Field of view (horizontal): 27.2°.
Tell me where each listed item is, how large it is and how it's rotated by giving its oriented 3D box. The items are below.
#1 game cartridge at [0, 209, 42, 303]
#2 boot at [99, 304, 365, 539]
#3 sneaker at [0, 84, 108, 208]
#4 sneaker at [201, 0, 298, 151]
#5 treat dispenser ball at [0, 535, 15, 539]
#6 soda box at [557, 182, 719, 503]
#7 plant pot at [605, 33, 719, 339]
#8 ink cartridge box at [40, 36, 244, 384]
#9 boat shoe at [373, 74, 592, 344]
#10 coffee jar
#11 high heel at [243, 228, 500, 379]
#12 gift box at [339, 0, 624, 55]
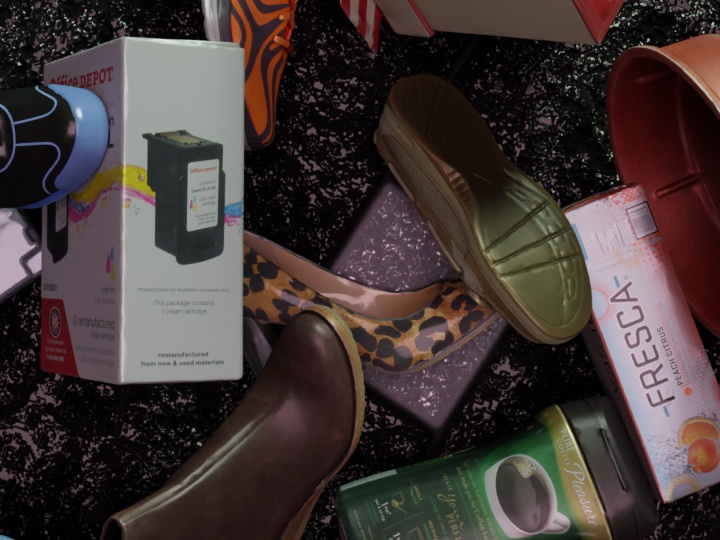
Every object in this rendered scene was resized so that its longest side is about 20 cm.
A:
[{"bbox_3d":[-0.309,-0.050,0.982,0.133,0.041,0.201,-34,91,-5],"label":"game cartridge"},{"bbox_3d":[-0.081,0.126,0.903,0.072,0.166,0.202,31,120,30],"label":"boot"},{"bbox_3d":[-0.243,-0.067,0.883,0.198,0.078,0.071,-12,84,32],"label":"sneaker"},{"bbox_3d":[-0.047,-0.182,0.969,0.111,0.078,0.202,-6,90,-1],"label":"sneaker"},{"bbox_3d":[-0.250,0.258,0.900,0.198,0.201,0.203,0,90,-2],"label":"treat dispenser ball"},{"bbox_3d":[0.184,0.046,0.981,0.063,0.068,0.202,-20,90,-2],"label":"soda box"},{"bbox_3d":[0.288,-0.081,0.933,0.194,0.201,0.202,-23,91,-10],"label":"plant pot"},{"bbox_3d":[-0.138,-0.035,0.924,0.082,0.145,0.202,0,90,-31],"label":"ink cartridge box"},{"bbox_3d":[0.074,-0.032,0.952,0.073,0.063,0.201,-25,69,-31],"label":"boat shoe"},{"bbox_3d":[0.088,0.158,0.967,0.198,0.085,0.105,-20,73,-1],"label":"coffee jar"},{"bbox_3d":[0.000,0.000,0.971,0.199,0.071,0.144,-26,97,7],"label":"high heel"},{"bbox_3d":[0.073,-0.236,0.896,0.185,0.186,0.201,-55,136,-23],"label":"gift box"}]
